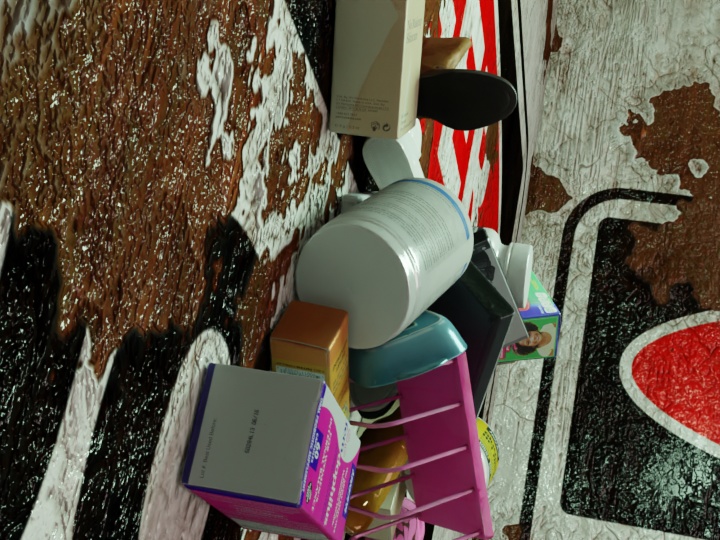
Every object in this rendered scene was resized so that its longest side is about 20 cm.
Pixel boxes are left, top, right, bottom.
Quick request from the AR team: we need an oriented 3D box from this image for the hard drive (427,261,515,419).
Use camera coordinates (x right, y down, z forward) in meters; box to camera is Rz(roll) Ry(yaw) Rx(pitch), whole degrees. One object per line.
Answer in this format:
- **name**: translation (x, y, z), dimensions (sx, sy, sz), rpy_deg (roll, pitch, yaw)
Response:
- **hard drive**: translation (0.105, 0.077, 1.357), dimensions (0.032, 0.140, 0.202), rpy_deg (-17, 140, -29)

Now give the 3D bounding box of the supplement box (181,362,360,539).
- **supplement box**: translation (-0.069, 0.162, 0.992), dimensions (0.200, 0.101, 0.103), rpy_deg (70, 29, -68)

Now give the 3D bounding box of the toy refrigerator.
- **toy refrigerator**: translation (0.029, 0.255, 1.539), dimensions (0.201, 0.074, 0.071), rpy_deg (-69, 162, -48)

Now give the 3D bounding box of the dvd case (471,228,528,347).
- **dvd case**: translation (0.116, 0.047, 1.447), dimensions (0.201, 0.148, 0.025), rpy_deg (61, 10, -45)

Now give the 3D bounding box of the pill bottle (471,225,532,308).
- **pill bottle**: translation (0.123, -0.005, 1.524), dimensions (0.111, 0.196, 0.114), rpy_deg (8, 90, -77)

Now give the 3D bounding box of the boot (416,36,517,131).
- **boot**: translation (0.102, -0.221, 1.339), dimensions (0.201, 0.185, 0.070), rpy_deg (-58, 135, -57)

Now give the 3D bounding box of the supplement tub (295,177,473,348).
- **supplement tub**: translation (0.030, -0.013, 1.207), dimensions (0.200, 0.130, 0.134), rpy_deg (-34, 131, -61)

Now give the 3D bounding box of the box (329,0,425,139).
- **box**: translation (0.019, -0.246, 1.196), dimensions (0.095, 0.076, 0.204), rpy_deg (-48, 144, -67)

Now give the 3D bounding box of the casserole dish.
- **casserole dish**: translation (0.036, 0.075, 1.223), dimensions (0.200, 0.119, 0.039), rpy_deg (-158, -133, -75)

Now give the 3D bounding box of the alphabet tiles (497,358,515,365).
- **alphabet tiles**: translation (0.129, 0.122, 1.644), dimensions (0.167, 0.196, 0.006), rpy_deg (-53, 131, -65)

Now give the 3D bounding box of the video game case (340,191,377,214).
- **video game case**: translation (0.000, 0.000, 1.381), dimensions (0.200, 0.023, 0.186), rpy_deg (-21, 118, -77)

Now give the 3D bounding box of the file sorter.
- **file sorter**: translation (0.043, 0.198, 1.266), dimensions (0.138, 0.124, 0.204), rpy_deg (-3, -83, 60)

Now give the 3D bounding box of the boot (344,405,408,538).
- **boot**: translation (0.029, 0.220, 1.386), dimensions (0.144, 0.071, 0.202), rpy_deg (-46, -172, 16)

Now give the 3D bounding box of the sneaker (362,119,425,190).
- **sneaker**: translation (0.061, -0.109, 1.397), dimensions (0.116, 0.072, 0.202), rpy_deg (-77, 154, -51)

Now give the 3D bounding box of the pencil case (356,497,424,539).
- **pencil case**: translation (0.040, 0.388, 1.647), dimensions (0.095, 0.090, 0.200), rpy_deg (63, 15, 3)

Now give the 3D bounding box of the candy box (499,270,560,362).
- **candy box**: translation (0.156, 0.058, 1.609), dimensions (0.170, 0.196, 0.078), rpy_deg (-112, -162, -61)

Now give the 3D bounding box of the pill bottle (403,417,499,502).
- **pill bottle**: translation (0.128, 0.252, 1.555), dimensions (0.200, 0.110, 0.115), rpy_deg (-14, 111, -77)

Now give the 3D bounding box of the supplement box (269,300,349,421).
- **supplement box**: translation (-0.047, 0.133, 1.151), dimensions (0.067, 0.068, 0.203), rpy_deg (-62, 158, -52)

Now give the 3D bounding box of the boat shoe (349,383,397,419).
- **boat shoe**: translation (0.034, 0.136, 1.493), dimensions (0.201, 0.074, 0.061), rpy_deg (-62, 150, -56)
